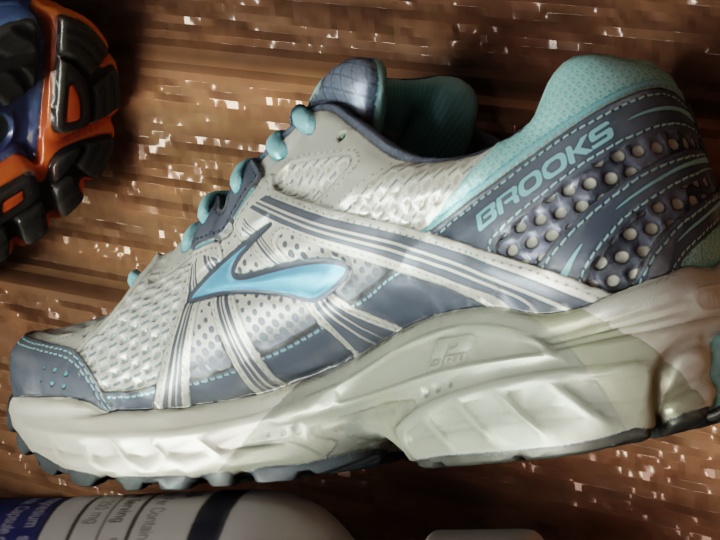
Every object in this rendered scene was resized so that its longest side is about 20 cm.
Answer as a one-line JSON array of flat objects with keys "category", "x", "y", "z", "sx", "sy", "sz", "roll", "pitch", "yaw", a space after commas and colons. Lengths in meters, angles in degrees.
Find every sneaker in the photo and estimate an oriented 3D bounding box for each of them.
[{"category": "sneaker", "x": -0.156, "y": -0.011, "z": 0.693, "sx": 0.078, "sy": 0.199, "sz": 0.076, "roll": 39, "pitch": 150, "yaw": 48}, {"category": "sneaker", "x": 0.000, "y": 0.000, "z": 0.627, "sx": 0.199, "sy": 0.077, "sz": 0.087, "roll": -9, "pitch": 87, "yaw": 39}]

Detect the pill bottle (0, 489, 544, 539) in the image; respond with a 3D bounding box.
[{"category": "pill bottle", "x": -0.056, "y": 0.107, "z": 0.628, "sx": 0.199, "sy": 0.116, "sz": 0.116, "roll": -3, "pitch": 105, "yaw": 12}]
